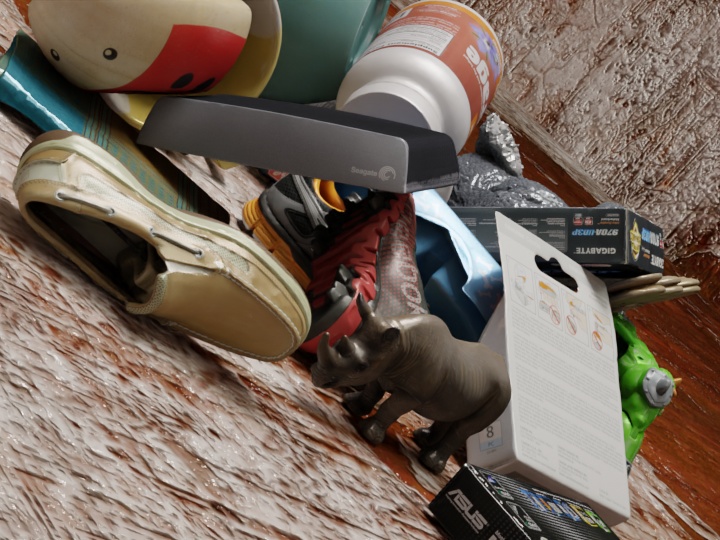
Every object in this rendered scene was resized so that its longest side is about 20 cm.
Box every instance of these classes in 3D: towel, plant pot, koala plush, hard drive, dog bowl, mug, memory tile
[{"bbox_3d":[-0.168,-0.079,1.522,0.200,0.022,0.147,41,10,-12],"label":"towel"},{"bbox_3d":[-0.064,-0.231,1.889,0.161,0.201,0.201,22,9,7],"label":"plant pot"},{"bbox_3d":[0.123,-0.039,2.033,0.184,0.177,0.200,21,25,-37],"label":"koala plush"},{"bbox_3d":[-0.040,-0.090,1.568,0.200,0.042,0.135,11,9,20],"label":"hard drive"},{"bbox_3d":[0.052,0.004,1.708,0.050,0.112,0.200,-30,72,-32],"label":"dog bowl"},{"bbox_3d":[-0.158,-0.178,1.731,0.149,0.187,0.153,0,21,-24],"label":"mug"},{"bbox_3d":[0.173,0.033,1.867,0.153,0.200,0.017,-1,77,-64],"label":"memory tile"}]

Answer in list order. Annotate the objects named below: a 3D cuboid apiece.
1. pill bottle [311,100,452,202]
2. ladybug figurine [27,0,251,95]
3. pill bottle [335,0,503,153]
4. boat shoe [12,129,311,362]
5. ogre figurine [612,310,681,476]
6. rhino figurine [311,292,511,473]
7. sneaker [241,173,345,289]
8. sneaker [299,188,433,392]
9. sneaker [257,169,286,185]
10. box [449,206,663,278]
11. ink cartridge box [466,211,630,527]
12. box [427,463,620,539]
[{"bbox_3d":[-0.005,-0.121,2.022,0.113,0.113,0.200,33,14,-40],"label":"pill bottle"},{"bbox_3d":[-0.149,-0.159,1.557,0.136,0.072,0.200,0,2,28],"label":"ladybug figurine"},{"bbox_3d":[0.045,-0.142,1.851,0.112,0.112,0.200,41,30,-5],"label":"pill bottle"},{"bbox_3d":[-0.116,0.003,1.291,0.200,0.072,0.076,31,28,-18],"label":"boat shoe"},{"bbox_3d":[0.193,0.104,1.826,0.098,0.120,0.200,42,11,-4],"label":"ogre figurine"},{"bbox_3d":[0.030,0.068,1.465,0.200,0.087,0.060,29,16,-52],"label":"rhino figurine"},{"bbox_3d":[0.000,0.000,1.661,0.200,0.077,0.078,46,9,12],"label":"sneaker"},{"bbox_3d":[0.010,0.012,1.570,0.098,0.071,0.201,49,31,-19],"label":"sneaker"},{"bbox_3d":[-0.037,-0.070,1.856,0.084,0.075,0.200,14,29,-26],"label":"sneaker"},{"bbox_3d":[0.134,-0.021,1.819,0.200,0.046,0.159,0,-5,17],"label":"box"},{"bbox_3d":[0.133,0.077,1.662,0.160,0.047,0.200,30,48,-47],"label":"ink cartridge box"},{"bbox_3d":[0.155,0.217,1.441,0.193,0.048,0.200,46,11,32],"label":"box"}]
